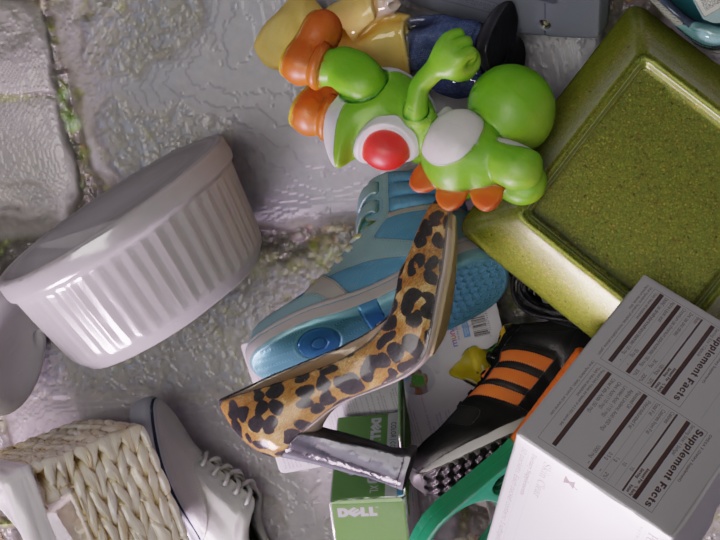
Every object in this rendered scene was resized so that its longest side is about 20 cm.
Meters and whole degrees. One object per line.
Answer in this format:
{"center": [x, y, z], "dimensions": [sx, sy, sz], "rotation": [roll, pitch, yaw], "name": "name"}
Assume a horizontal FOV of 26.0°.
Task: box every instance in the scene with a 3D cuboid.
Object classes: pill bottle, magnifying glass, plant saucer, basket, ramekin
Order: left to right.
{"center": [-0.372, 0.055, 1.307], "dimensions": [0.198, 0.109, 0.111], "rotation": [8, 105, 18], "name": "pill bottle"}
{"center": [-0.231, 0.196, 1.239], "dimensions": [0.199, 0.123, 0.137], "rotation": [-10, 102, 62], "name": "basket"}
{"center": [-0.165, -0.009, 1.178], "dimensions": [0.201, 0.203, 0.095], "rotation": [-26, 105, 23], "name": "ramekin"}
{"center": [0.102, 0.138, 1.075], "dimensions": [0.201, 0.079, 0.022], "rotation": [-57, 47, 15], "name": "magnifying glass"}
{"center": [0.200, -0.047, 1.045], "dimensions": [0.199, 0.048, 0.200], "rotation": [39, 93, 9], "name": "plant saucer"}

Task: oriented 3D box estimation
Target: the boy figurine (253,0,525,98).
{"center": [0.018, -0.157, 1.134], "dimensions": [0.198, 0.065, 0.125], "rotation": [8, 146, 28], "name": "boy figurine"}

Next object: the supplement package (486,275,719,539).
{"center": [0.169, 0.137, 1.002], "dimensions": [0.110, 0.156, 0.201], "rotation": [31, 145, 19], "name": "supplement package"}

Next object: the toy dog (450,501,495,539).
{"center": [0.148, 0.187, 1.142], "dimensions": [0.198, 0.096, 0.133], "rotation": [10, 71, 5], "name": "toy dog"}

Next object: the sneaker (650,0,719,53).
{"center": [0.201, -0.233, 1.047], "dimensions": [0.077, 0.086, 0.200], "rotation": [-40, 88, 22], "name": "sneaker"}

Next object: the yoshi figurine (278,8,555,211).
{"center": [0.050, -0.113, 1.060], "dimensions": [0.199, 0.112, 0.113], "rotation": [26, 108, 24], "name": "yoshi figurine"}

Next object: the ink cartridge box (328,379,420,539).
{"center": [0.012, 0.176, 1.169], "dimensions": [0.059, 0.104, 0.202], "rotation": [-4, 120, 5], "name": "ink cartridge box"}

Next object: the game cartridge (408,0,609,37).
{"center": [0.079, -0.228, 1.079], "dimensions": [0.198, 0.041, 0.134], "rotation": [19, 146, 18], "name": "game cartridge"}

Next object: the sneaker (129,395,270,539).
{"center": [-0.118, 0.185, 1.277], "dimensions": [0.070, 0.073, 0.201], "rotation": [-25, 103, 13], "name": "sneaker"}

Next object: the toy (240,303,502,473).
{"center": [0.020, 0.081, 1.204], "dimensions": [0.198, 0.047, 0.116], "rotation": [-11, 111, 14], "name": "toy"}

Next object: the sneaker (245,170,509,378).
{"center": [0.000, 0.000, 1.147], "dimensions": [0.198, 0.131, 0.080], "rotation": [-21, 138, 0], "name": "sneaker"}

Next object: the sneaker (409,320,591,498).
{"center": [0.110, 0.087, 1.130], "dimensions": [0.199, 0.070, 0.090], "rotation": [-28, 59, -10], "name": "sneaker"}

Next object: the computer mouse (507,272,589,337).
{"center": [0.187, -0.042, 1.110], "dimensions": [0.139, 0.046, 0.202], "rotation": [18, 90, 25], "name": "computer mouse"}

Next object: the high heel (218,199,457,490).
{"center": [-0.014, 0.037, 1.057], "dimensions": [0.141, 0.071, 0.202], "rotation": [15, 94, 10], "name": "high heel"}
